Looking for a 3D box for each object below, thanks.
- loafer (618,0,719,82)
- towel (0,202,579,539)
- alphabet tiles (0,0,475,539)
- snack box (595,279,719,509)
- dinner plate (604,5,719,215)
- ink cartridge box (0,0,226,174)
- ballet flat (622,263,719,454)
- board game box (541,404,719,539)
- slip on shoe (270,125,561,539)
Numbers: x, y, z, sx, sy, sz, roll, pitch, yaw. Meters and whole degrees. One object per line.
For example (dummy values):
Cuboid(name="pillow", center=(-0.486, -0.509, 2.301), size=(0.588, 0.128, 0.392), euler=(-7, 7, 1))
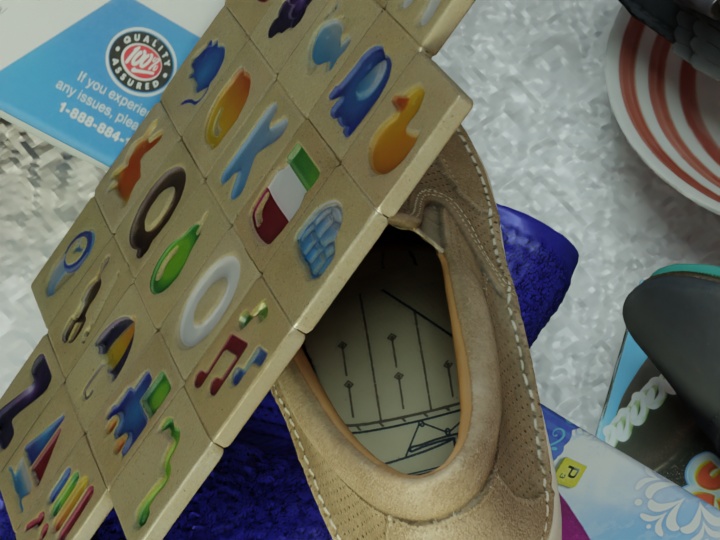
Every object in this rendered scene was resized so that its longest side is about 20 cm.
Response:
Cuboid(name="loafer", center=(0.147, -0.073, 0.753), size=(0.200, 0.072, 0.063), euler=(23, 28, 31))
Cuboid(name="towel", center=(-0.044, 0.052, 0.723), size=(0.147, 0.050, 0.200), euler=(5, 53, 42))
Cuboid(name="alphabet tiles", center=(-0.035, -0.017, 0.679), size=(0.006, 0.166, 0.200), euler=(31, 100, -25))
Cuboid(name="snack box", center=(0.109, 0.106, 0.736), size=(0.116, 0.037, 0.200), euler=(14, 61, 9))
Cuboid(name="dinner plate", center=(0.176, -0.065, 0.818), size=(0.200, 0.024, 0.200), euler=(-8, 39, 7))
Cuboid(name="ink cartridge box", center=(-0.079, -0.145, 0.773), size=(0.145, 0.084, 0.200), euler=(28, 88, -29))
Cuboid(name="ballet flat", center=(0.158, 0.060, 0.703), size=(0.200, 0.073, 0.073), euler=(21, 62, 5))
Cuboid(name="board game box", center=(0.045, 0.148, 0.659), size=(0.199, 0.041, 0.200), euler=(29, 71, 37))
Cuboid(name="slip on shoe", center=(0.000, 0.000, 0.674), size=(0.076, 0.061, 0.200), euler=(-18, 50, 5))
